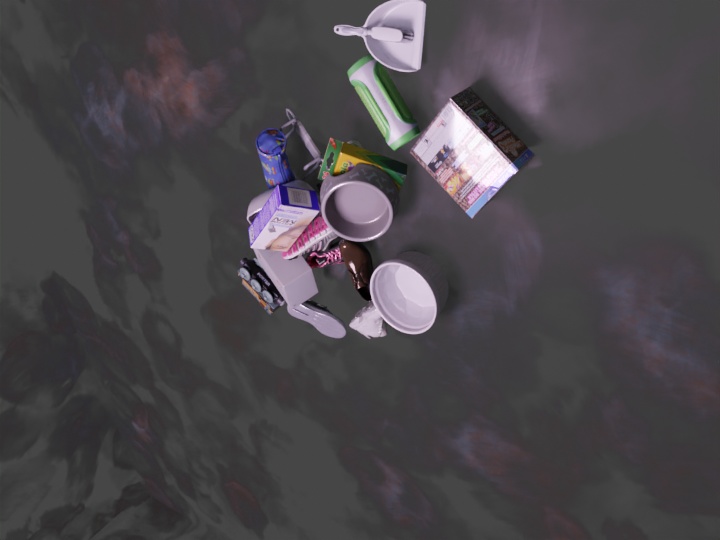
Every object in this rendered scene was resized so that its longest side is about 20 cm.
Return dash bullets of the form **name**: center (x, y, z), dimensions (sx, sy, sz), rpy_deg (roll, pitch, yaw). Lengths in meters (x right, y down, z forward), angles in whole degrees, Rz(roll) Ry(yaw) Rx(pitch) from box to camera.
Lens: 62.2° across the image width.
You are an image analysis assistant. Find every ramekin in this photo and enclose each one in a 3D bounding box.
- **ramekin**: center (0.131, 0.048, 1.518), dimensions (0.197, 0.105, 0.204), rpy_deg (20, 127, 29)

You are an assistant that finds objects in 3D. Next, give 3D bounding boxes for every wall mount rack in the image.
- **wall mount rack**: center (-0.163, -0.313, 1.565), dimensions (0.202, 0.074, 0.174), rpy_deg (57, 169, -3)

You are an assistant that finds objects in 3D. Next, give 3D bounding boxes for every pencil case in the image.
- **pencil case**: center (-0.214, -0.272, 1.530), dimensions (0.087, 0.078, 0.201), rpy_deg (46, 164, 20)

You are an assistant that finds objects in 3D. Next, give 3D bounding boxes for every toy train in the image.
- **toy train**: center (-0.318, 0.050, 1.914), dimensions (0.200, 0.085, 0.115), rpy_deg (43, 145, 10)

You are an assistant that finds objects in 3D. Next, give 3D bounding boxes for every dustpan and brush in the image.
- **dustpan and brush**: center (0.036, -0.506, 1.270), dimensions (0.197, 0.057, 0.143), rpy_deg (19, 119, 30)

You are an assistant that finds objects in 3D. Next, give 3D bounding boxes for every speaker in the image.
- **speaker**: center (0.053, -0.375, 1.331), dimensions (0.088, 0.088, 0.202), rpy_deg (-27, 98, 45)

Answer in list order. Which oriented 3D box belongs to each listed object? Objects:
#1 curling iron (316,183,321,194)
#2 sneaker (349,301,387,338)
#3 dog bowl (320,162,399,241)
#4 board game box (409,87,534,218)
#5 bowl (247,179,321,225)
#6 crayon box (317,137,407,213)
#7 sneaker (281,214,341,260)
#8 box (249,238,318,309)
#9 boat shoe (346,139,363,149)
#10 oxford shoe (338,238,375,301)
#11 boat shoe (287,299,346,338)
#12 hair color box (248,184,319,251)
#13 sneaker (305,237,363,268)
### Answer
- **curling iron**: center (-0.056, -0.154, 1.595), dimensions (0.201, 0.049, 0.026), rpy_deg (49, 135, 11)
- **sneaker**: center (0.048, 0.136, 1.668), dimensions (0.099, 0.078, 0.200), rpy_deg (40, 152, -3)
- **dog bowl**: center (-0.005, -0.154, 1.420), dimensions (0.195, 0.059, 0.203), rpy_deg (5, 133, 5)
- **board game box**: center (0.232, -0.246, 1.254), dimensions (0.200, 0.097, 0.160), rpy_deg (48, 136, 5)
- **bowl**: center (-0.186, -0.162, 1.585), dimensions (0.196, 0.200, 0.076), rpy_deg (-17, 63, 15)
- **crayon box**: center (0.000, -0.223, 1.430), dimensions (0.196, 0.051, 0.128), rpy_deg (18, 133, -6)
- **sneaker**: center (-0.125, -0.077, 1.607), dimensions (0.198, 0.075, 0.087), rpy_deg (-32, 140, 25)
- **box**: center (-0.218, -0.013, 1.706), dimensions (0.201, 0.096, 0.125), rpy_deg (51, 164, 30)
- **boat shoe**: center (-0.039, -0.229, 1.510), dimensions (0.071, 0.068, 0.202), rpy_deg (34, 133, 17)
- **oxford shoe**: center (0.000, 0.000, 1.574), dimensions (0.071, 0.085, 0.202), rpy_deg (-19, 125, 17)
- **boat shoe**: center (-0.125, 0.131, 1.811), dimensions (0.197, 0.071, 0.073), rpy_deg (30, 121, -6)
- **hair color box**: center (-0.196, -0.126, 1.499), dimensions (0.200, 0.107, 0.066), rpy_deg (-42, 51, 48)
- **sneaker**: center (-0.075, -0.042, 1.641), dimensions (0.197, 0.095, 0.080), rpy_deg (-12, 107, 42)
